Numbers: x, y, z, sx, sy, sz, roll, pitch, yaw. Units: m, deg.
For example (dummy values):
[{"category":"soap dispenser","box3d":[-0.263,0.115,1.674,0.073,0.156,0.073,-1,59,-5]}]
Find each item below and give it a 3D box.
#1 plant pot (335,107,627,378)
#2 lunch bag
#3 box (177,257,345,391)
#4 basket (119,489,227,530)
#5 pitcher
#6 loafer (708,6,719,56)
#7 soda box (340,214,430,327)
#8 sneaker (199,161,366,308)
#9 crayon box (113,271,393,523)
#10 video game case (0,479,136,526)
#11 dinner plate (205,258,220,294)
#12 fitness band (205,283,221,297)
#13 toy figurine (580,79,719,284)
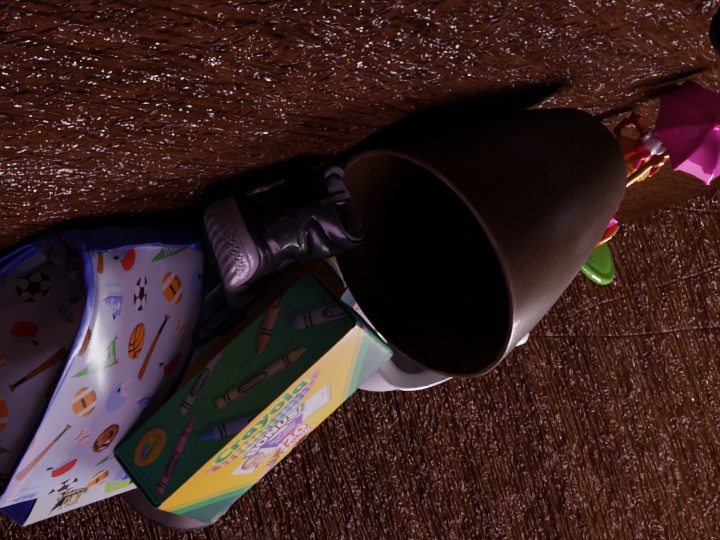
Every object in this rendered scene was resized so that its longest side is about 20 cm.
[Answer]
[{"category":"plant pot","box3d":[0.111,-0.045,1.243,0.200,0.187,0.187,-31,-178,-35]},{"category":"lunch bag","box3d":[-0.205,0.052,1.156,0.200,0.124,0.170,-58,160,17]},{"category":"box","box3d":[-0.102,0.045,1.309,0.200,0.041,0.119,-40,-161,10]},{"category":"basket","box3d":[-0.176,0.126,1.579,0.136,0.181,0.200,-10,143,-23]},{"category":"pitcher","box3d":[0.052,0.058,1.555,0.171,0.122,0.200,-2,-175,-23]},{"category":"loafer","box3d":[0.310,-0.187,1.102,0.200,0.072,0.063,-25,160,-43]},{"category":"soda box","box3d":[0.000,0.000,1.388,0.068,0.064,0.200,-16,150,-46]},{"category":"sneaker","box3d":[-0.057,-0.026,1.214,0.114,0.076,0.200,-20,177,-7]},{"category":"crayon box","box3d":[-0.077,0.099,1.210,0.200,0.058,0.119,-43,160,1]},{"category":"video game case","box3d":[-0.287,0.119,1.290,0.046,0.200,0.181,-63,162,12]},{"category":"dinner plate","box3d":[-0.170,0.035,1.376,0.200,0.024,0.200,-38,-178,2]},{"category":"fitness band","box3d":[-0.075,0.030,1.457,0.200,0.037,0.144,-28,159,-30]},{"category":"toy figurine","box3d":[0.269,-0.106,1.508,0.184,0.150,0.200,-32,-167,21]}]
